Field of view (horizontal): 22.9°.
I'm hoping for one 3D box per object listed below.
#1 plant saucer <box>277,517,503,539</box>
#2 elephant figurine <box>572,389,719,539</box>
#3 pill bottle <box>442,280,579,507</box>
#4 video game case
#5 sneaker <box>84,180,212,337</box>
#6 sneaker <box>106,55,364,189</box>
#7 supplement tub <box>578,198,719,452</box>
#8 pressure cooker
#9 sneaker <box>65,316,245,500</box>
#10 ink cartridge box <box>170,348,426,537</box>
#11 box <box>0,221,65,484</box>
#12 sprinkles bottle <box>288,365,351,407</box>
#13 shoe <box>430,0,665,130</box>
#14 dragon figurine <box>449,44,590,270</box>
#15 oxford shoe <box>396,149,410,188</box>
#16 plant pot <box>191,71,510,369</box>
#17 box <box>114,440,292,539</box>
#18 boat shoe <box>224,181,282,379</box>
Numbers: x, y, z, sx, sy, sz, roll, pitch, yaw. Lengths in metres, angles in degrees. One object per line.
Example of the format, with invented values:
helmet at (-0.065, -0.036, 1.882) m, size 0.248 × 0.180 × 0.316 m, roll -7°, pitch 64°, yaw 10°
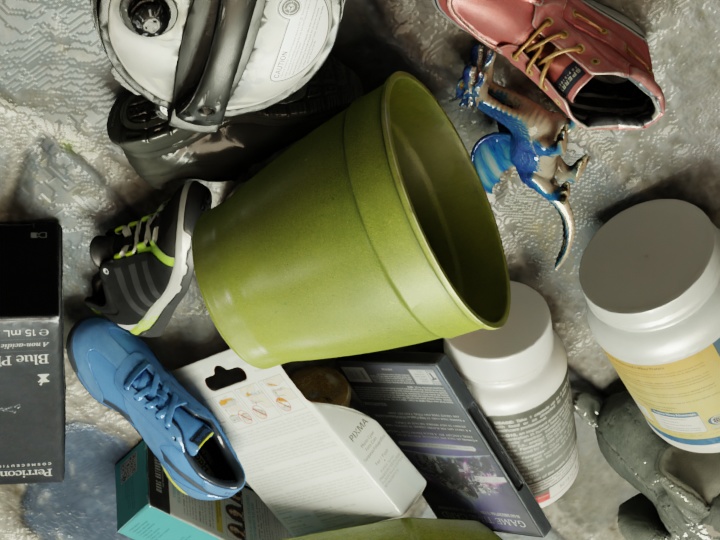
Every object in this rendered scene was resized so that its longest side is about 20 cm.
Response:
plant saucer at (0.017, 0.254, 1.574) m, size 0.198 × 0.048 × 0.199 m, roll -15°, pitch 165°, yaw 28°
elephant figurine at (0.302, 0.200, 1.633) m, size 0.154 × 0.201 × 0.142 m, roll -22°, pitch 139°, yaw 13°
pill bottle at (0.133, 0.112, 1.587) m, size 0.113 × 0.114 × 0.201 m, roll -12°, pitch 133°, yaw 1°
video game case at (0.073, 0.154, 1.579) m, size 0.142 × 0.019 × 0.201 m, roll -2°, pitch 128°, yaw 52°
sneaker at (-0.179, -0.007, 1.431) m, size 0.082 × 0.072 × 0.200 m, roll 19°, pitch 142°, yaw -10°
sneaker at (-0.092, -0.115, 1.378) m, size 0.198 × 0.077 × 0.091 m, roll -9°, pitch 143°, yaw 7°
supplement tub at (0.282, 0.049, 1.536) m, size 0.144 × 0.145 × 0.200 m, roll -26°, pitch 132°, yaw 13°
pressure cooker at (-0.100, -0.202, 1.199) m, size 0.177 × 0.201 × 0.176 m, roll -25°, pitch 131°, yaw 11°
sneaker at (-0.167, 0.115, 1.512) m, size 0.201 × 0.066 × 0.078 m, roll 52°, pitch 152°, yaw -18°
ink cartridge box at (-0.059, 0.139, 1.536) m, size 0.160 × 0.047 × 0.201 m, roll -22°, pitch 110°, yaw 50°
box at (-0.341, 0.072, 1.460) m, size 0.195 × 0.118 × 0.201 m, roll -1°, pitch 133°, yaw -9°
sprinkles bottle at (-0.036, 0.181, 1.647) m, size 0.068 × 0.069 × 0.201 m, roll -8°, pitch 133°, yaw -3°
shoe at (0.145, -0.172, 1.346) m, size 0.199 × 0.091 × 0.072 m, roll 19°, pitch 126°, yaw -26°
dragon figurine at (0.127, -0.095, 1.423) m, size 0.099 × 0.059 × 0.201 m, roll 14°, pitch 143°, yaw 25°
oxford shoe at (0.053, -0.050, 1.456) m, size 0.072 × 0.072 × 0.200 m, roll -29°, pitch 130°, yaw 11°
plant pot at (-0.016, -0.018, 1.331) m, size 0.192 × 0.202 × 0.201 m, roll -22°, pitch 133°, yaw 19°
box at (-0.138, 0.239, 1.672) m, size 0.199 × 0.083 × 0.049 m, roll 32°, pitch 121°, yaw -32°
boat shoe at (-0.080, 0.014, 1.485) m, size 0.075 × 0.072 × 0.201 m, roll -5°, pitch 133°, yaw -5°
